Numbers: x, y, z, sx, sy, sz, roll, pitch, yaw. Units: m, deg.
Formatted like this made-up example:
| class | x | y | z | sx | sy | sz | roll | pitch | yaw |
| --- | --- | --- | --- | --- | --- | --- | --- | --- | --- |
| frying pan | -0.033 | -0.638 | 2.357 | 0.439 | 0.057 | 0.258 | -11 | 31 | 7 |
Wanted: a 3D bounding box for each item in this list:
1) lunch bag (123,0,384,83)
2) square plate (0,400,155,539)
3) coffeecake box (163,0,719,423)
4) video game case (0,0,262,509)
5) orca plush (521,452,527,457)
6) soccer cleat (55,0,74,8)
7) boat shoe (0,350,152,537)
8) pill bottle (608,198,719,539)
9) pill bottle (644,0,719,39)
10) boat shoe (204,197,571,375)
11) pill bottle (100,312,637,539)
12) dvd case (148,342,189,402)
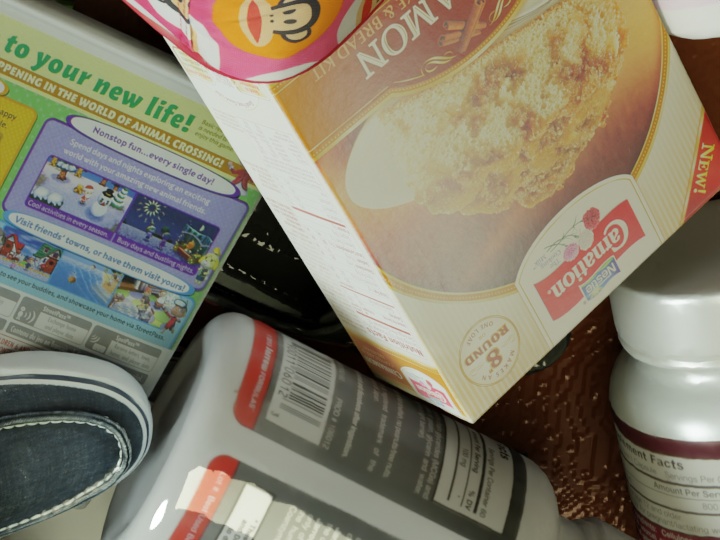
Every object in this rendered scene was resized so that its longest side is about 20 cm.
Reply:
| class | x | y | z | sx | sy | sz | roll | pitch | yaw |
| --- | --- | --- | --- | --- | --- | --- | --- | --- | --- |
| lunch bag | -0.045 | -0.178 | 0.817 | 0.199 | 0.082 | 0.176 | 37 | 68 | 16 |
| square plate | -0.140 | 0.139 | 0.981 | 0.197 | 0.028 | 0.202 | 22 | 76 | -21 |
| coffeecake box | 0.033 | -0.071 | 0.913 | 0.153 | 0.073 | 0.201 | -42 | 122 | -17 |
| video game case | -0.148 | -0.017 | 0.909 | 0.199 | 0.022 | 0.183 | 23 | 106 | -28 |
| orca plush | 0.095 | 0.178 | 1.055 | 0.071 | 0.105 | 0.202 | -14 | 86 | 39 |
| soccer cleat | -0.196 | -0.126 | 0.927 | 0.081 | 0.068 | 0.200 | -39 | 111 | 24 |
| boat shoe | -0.166 | 0.091 | 0.889 | 0.199 | 0.091 | 0.071 | -11 | 120 | -14 |
| pill bottle | 0.167 | 0.079 | 1.018 | 0.113 | 0.114 | 0.201 | -14 | 112 | 0 |
| pill bottle | 0.118 | -0.198 | 0.903 | 0.112 | 0.112 | 0.201 | -27 | 113 | 5 |
| boat shoe | -0.001 | 0.003 | 1.000 | 0.200 | 0.063 | 0.074 | 22 | 105 | -15 |
| pill bottle | 0.007 | 0.109 | 0.961 | 0.199 | 0.116 | 0.116 | 27 | 107 | -11 |
| dvd case | -0.106 | 0.124 | 1.056 | 0.149 | 0.025 | 0.202 | 10 | 110 | -10 |
